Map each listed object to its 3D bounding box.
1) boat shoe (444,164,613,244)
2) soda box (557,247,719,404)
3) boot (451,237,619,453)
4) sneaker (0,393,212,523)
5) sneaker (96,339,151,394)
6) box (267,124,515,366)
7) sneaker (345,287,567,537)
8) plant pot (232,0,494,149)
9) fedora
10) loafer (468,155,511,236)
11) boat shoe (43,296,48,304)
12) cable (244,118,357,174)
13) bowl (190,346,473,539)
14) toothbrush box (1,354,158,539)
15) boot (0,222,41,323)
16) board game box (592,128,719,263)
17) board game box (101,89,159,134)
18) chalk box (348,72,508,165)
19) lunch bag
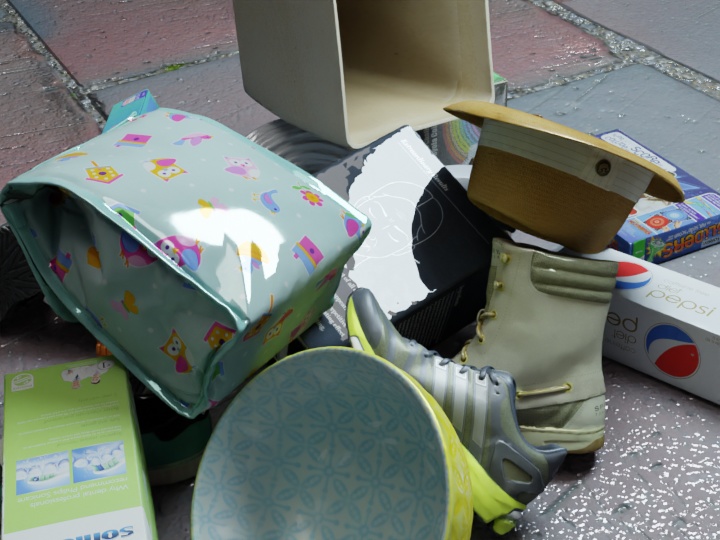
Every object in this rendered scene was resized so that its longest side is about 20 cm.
[{"bbox_3d":[0.130,-0.058,1.039,0.200,0.057,0.069,6,15,21],"label":"boat shoe"},{"bbox_3d":[0.245,0.042,0.980,0.200,0.068,0.064,24,41,37],"label":"soda box"},{"bbox_3d":[0.090,0.051,0.893,0.200,0.155,0.072,5,8,8],"label":"boot"},{"bbox_3d":[-0.212,0.126,0.883,0.200,0.080,0.071,-13,34,-13],"label":"sneaker"},{"bbox_3d":[-0.153,0.017,0.995,0.076,0.200,0.092,17,-1,31],"label":"sneaker"},{"bbox_3d":[0.000,0.000,0.967,0.200,0.107,0.149,-30,66,-22],"label":"box"},{"bbox_3d":[0.064,0.086,0.836,0.081,0.200,0.074,-40,-4,3],"label":"sneaker"},{"bbox_3d":[-0.011,-0.236,1.095,0.200,0.200,0.177,-21,23,-41],"label":"plant pot"},{"bbox_3d":[0.147,-0.065,0.908,0.200,0.082,0.201,21,4,-2],"label":"fedora"},{"bbox_3d":[0.118,-0.078,1.152,0.073,0.071,0.200,9,51,20],"label":"loafer"},{"bbox_3d":[-0.233,0.000,1.106,0.060,0.076,0.200,37,25,-7],"label":"boat shoe"},{"bbox_3d":[-0.046,-0.055,1.093,0.199,0.069,0.200,-6,64,-11],"label":"cable"},{"bbox_3d":[-0.002,0.158,0.768,0.200,0.200,0.108,25,-1,37],"label":"bowl"},{"bbox_3d":[-0.172,0.172,0.750,0.086,0.146,0.200,-11,34,-11],"label":"toothbrush box"},{"bbox_3d":[-0.273,-0.041,1.106,0.165,0.066,0.200,-32,9,41],"label":"boot"},{"bbox_3d":[0.266,-0.076,1.192,0.135,0.035,0.200,-17,35,-19],"label":"board game box"},{"bbox_3d":[-0.192,-0.060,1.107,0.045,0.152,0.200,-23,29,14],"label":"board game box"},{"bbox_3d":[0.038,-0.141,1.236,0.200,0.125,0.124,-19,36,-24],"label":"chalk box"},{"bbox_3d":[-0.125,-0.024,0.811,0.200,0.122,0.170,37,40,11],"label":"lunch bag"}]
